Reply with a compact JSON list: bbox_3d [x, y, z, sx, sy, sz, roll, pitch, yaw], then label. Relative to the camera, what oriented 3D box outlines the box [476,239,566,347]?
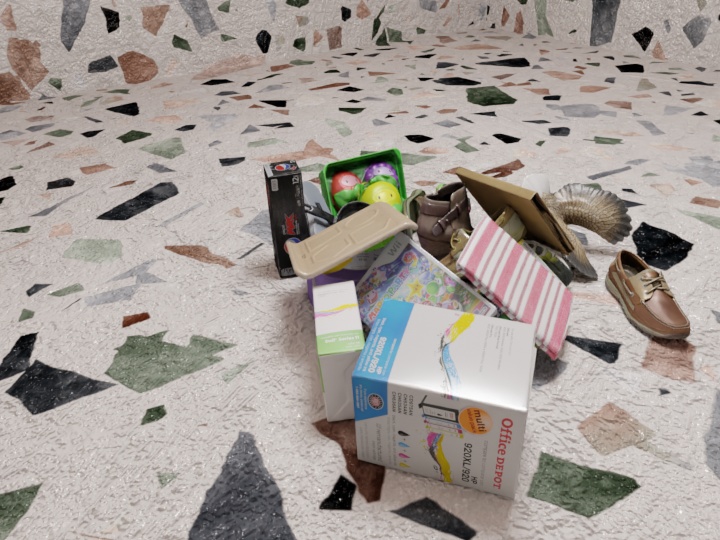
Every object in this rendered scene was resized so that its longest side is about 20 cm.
[{"bbox_3d":[0.250,0.046,0.900,0.118,0.048,0.199,47,42,3],"label":"box"}]

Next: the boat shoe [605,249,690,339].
[{"bbox_3d":[0.465,0.034,0.931,0.073,0.074,0.202,-7,32,-8],"label":"boat shoe"}]

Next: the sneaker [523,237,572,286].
[{"bbox_3d":[0.303,-0.033,1.049,0.197,0.076,0.084,30,29,30],"label":"sneaker"}]

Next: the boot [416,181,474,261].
[{"bbox_3d":[0.187,-0.096,1.088,0.197,0.150,0.070,-24,36,-32],"label":"boot"}]

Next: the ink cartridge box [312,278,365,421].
[{"bbox_3d":[-0.029,0.098,0.817,0.065,0.120,0.202,-8,32,-3],"label":"ink cartridge box"}]

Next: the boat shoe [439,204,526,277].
[{"bbox_3d":[0.193,-0.045,1.009,0.197,0.067,0.074,-33,14,12],"label":"boat shoe"}]

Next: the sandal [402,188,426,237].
[{"bbox_3d":[0.124,-0.120,1.194,0.056,0.082,0.202,3,31,18],"label":"sandal"}]

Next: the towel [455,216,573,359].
[{"bbox_3d":[0.233,0.022,0.852,0.199,0.030,0.147,42,41,0],"label":"towel"}]

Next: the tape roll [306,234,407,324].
[{"bbox_3d":[0.000,0.000,1.007,0.193,0.087,0.202,-1,32,1],"label":"tape roll"}]

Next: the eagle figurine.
[{"bbox_3d":[0.395,-0.091,1.091,0.148,0.157,0.198,0,19,-38],"label":"eagle figurine"}]

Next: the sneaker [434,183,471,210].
[{"bbox_3d":[0.195,-0.135,1.221,0.081,0.079,0.202,3,33,14],"label":"sneaker"}]

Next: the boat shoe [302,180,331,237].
[{"bbox_3d":[-0.096,-0.088,1.163,0.072,0.068,0.203,2,52,-43],"label":"boat shoe"}]

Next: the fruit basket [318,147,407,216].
[{"bbox_3d":[0.022,-0.171,1.241,0.208,0.161,0.216,-10,15,3],"label":"fruit basket"}]

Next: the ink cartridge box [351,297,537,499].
[{"bbox_3d":[0.104,0.150,0.692,0.194,0.151,0.146,8,36,16],"label":"ink cartridge box"}]

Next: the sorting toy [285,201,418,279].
[{"bbox_3d":[-0.019,-0.048,0.911,0.195,0.037,0.185,-23,20,-5],"label":"sorting toy"}]

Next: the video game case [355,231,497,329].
[{"bbox_3d":[0.084,0.053,0.847,0.199,0.018,0.144,40,92,29],"label":"video game case"}]

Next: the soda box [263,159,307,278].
[{"bbox_3d":[-0.135,-0.093,1.053,0.061,0.205,0.071,-10,31,-14],"label":"soda box"}]

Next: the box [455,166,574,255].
[{"bbox_3d":[0.272,-0.109,1.018,0.021,0.163,0.199,-49,36,-2],"label":"box"}]

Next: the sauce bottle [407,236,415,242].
[{"bbox_3d":[0.119,0.034,0.886,0.063,0.065,0.203,-20,65,-28],"label":"sauce bottle"}]

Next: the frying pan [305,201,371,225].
[{"bbox_3d":[-0.032,-0.079,1.129,0.184,0.031,0.119,-5,73,-22],"label":"frying pan"}]
